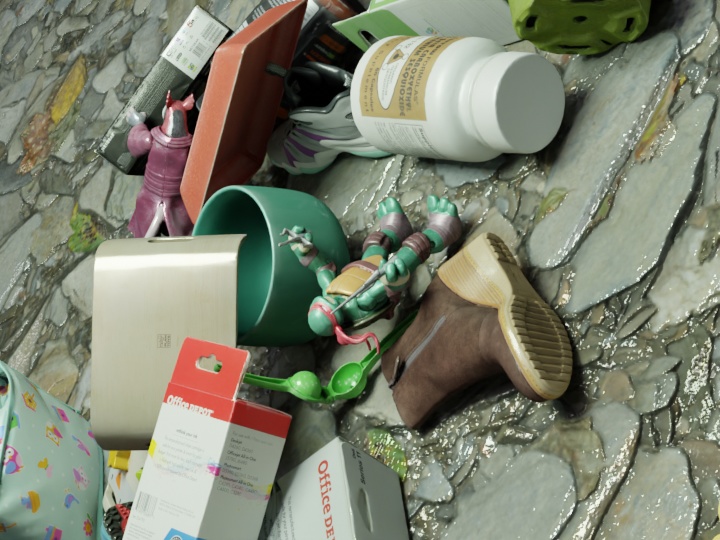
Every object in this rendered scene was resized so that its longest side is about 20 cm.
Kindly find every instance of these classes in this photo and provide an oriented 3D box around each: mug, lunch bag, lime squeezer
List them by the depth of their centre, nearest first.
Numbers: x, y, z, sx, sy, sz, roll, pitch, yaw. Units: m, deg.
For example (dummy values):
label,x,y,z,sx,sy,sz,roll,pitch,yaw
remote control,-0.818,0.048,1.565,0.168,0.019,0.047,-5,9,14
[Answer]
label,x,y,z,sx,sy,sz,roll,pitch,yaw
lime squeezer,-0.034,0.094,1.654,0.198,0.071,0.038,-14,50,-12
mug,-0.089,-0.010,1.753,0.185,0.114,0.153,41,120,47
lunch bag,-0.352,0.208,1.872,0.121,0.170,0.202,-21,48,28

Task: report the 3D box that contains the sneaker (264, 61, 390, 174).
label,x,y,z,sx,sy,sz,roll,pitch,yaw
sneaker,-0.057,-0.167,1.833,0.199,0.139,0.078,-12,55,43

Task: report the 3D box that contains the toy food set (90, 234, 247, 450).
label,x,y,z,sx,sy,sz,roll,pitch,yaw
toy food set,-0.175,0.067,1.685,0.142,0.060,0.202,-1,84,14

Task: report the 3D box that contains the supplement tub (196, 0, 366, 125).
label,x,y,z,sx,sy,sz,roll,pitch,yaw
supplement tub,-0.089,-0.232,1.950,0.200,0.107,0.107,-48,37,14

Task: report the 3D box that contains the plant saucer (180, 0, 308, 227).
label,x,y,z,sx,sy,sz,roll,pitch,yaw
plant saucer,-0.122,-0.167,1.821,0.200,0.036,0.202,-53,-17,-62

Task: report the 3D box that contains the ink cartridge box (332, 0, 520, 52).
label,x,y,z,sx,sy,sz,roll,pitch,yaw
ink cartridge box,0.080,-0.261,1.777,0.199,0.104,0.060,-12,55,45

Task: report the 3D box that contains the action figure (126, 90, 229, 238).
label,x,y,z,sx,sy,sz,roll,pitch,yaw
action figure,-0.211,-0.096,1.917,0.149,0.133,0.202,-60,-22,-58

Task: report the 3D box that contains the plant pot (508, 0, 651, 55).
label,x,y,z,sx,sy,sz,roll,pitch,yaw
plant pot,0.197,-0.305,1.631,0.199,0.199,0.192,-17,65,41

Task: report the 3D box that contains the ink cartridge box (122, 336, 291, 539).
label,x,y,z,sx,sy,sz,roll,pitch,yaw
ink cartridge box,-0.130,0.168,1.568,0.116,0.067,0.202,9,81,53

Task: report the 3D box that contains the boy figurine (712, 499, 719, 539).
label,x,y,z,sx,sy,sz,roll,pitch,yaw
boy figurine,0.298,0.172,1.240,0.200,0.064,0.124,-51,37,10

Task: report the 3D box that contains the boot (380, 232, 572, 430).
label,x,y,z,sx,sy,sz,roll,pitch,yaw
boot,0.097,0.083,1.555,0.167,0.072,0.201,-53,36,26

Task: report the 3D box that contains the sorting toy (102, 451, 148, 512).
label,x,y,z,sx,sy,sz,roll,pitch,yaw
sorting toy,-0.211,0.192,1.807,0.181,0.106,0.201,-63,32,24

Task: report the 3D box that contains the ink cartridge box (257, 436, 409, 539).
label,x,y,z,sx,sy,sz,roll,pitch,yaw
ink cartridge box,-0.052,0.262,1.560,0.199,0.083,0.148,-37,40,27

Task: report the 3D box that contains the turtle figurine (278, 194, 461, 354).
label,x,y,z,sx,sy,sz,roll,pitch,yaw
turtle figurine,0.000,0.000,1.634,0.149,0.102,0.200,17,39,33

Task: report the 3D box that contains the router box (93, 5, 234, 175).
label,x,y,z,sx,sy,sz,roll,pitch,yaw
router box,-0.215,-0.201,2.053,0.201,0.051,0.149,-54,-2,4

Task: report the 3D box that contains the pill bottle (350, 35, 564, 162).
label,x,y,z,sx,sy,sz,roll,pitch,yaw
pill bottle,0.091,-0.160,1.681,0.199,0.114,0.115,11,72,51

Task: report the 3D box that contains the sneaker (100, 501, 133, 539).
label,x,y,z,sx,sy,sz,roll,pitch,yaw
sneaker,-0.189,0.317,1.705,0.201,0.079,0.096,57,143,40
